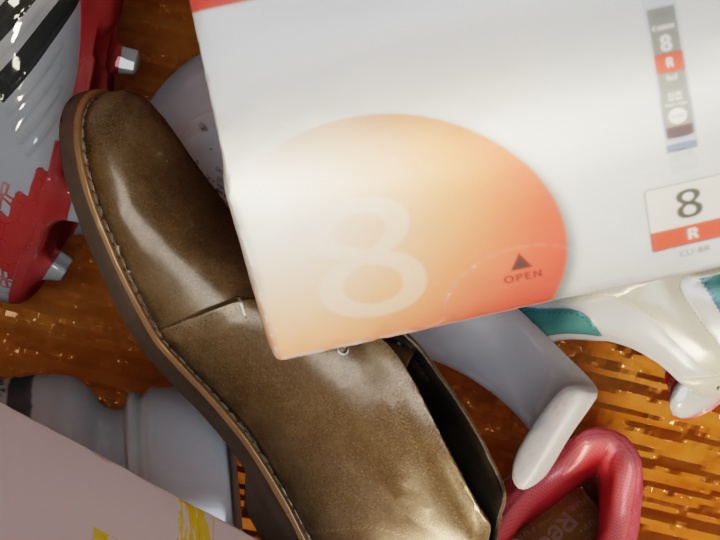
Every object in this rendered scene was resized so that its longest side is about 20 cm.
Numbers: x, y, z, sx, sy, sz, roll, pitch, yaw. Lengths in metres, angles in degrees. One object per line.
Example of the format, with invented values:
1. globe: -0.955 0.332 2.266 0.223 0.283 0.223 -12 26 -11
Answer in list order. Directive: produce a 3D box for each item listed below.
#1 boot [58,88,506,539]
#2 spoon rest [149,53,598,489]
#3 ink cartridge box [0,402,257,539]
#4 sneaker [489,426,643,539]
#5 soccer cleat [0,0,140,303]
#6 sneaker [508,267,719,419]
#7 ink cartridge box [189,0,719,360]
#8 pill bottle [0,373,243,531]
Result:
1. boot: -0.023 0.018 0.915 0.075 0.074 0.200 -28 100 28
2. spoon rest: 0.000 0.000 0.972 0.200 0.061 0.100 39 105 20
3. ink cartridge box: -0.102 0.140 0.843 0.200 0.125 0.129 30 121 -29
4. sneaker: 0.034 0.128 0.939 0.074 0.087 0.200 31 60 6
5. soccer cleat: -0.118 -0.081 0.949 0.085 0.069 0.201 15 124 5
6. sneaker: 0.144 0.006 0.993 0.199 0.070 0.094 8 110 -3
7. ink cartridge box: 0.034 -0.069 0.799 0.162 0.050 0.200 -12 138 2
8. pill bottle: -0.140 0.095 0.958 0.199 0.113 0.114 -5 93 -1
